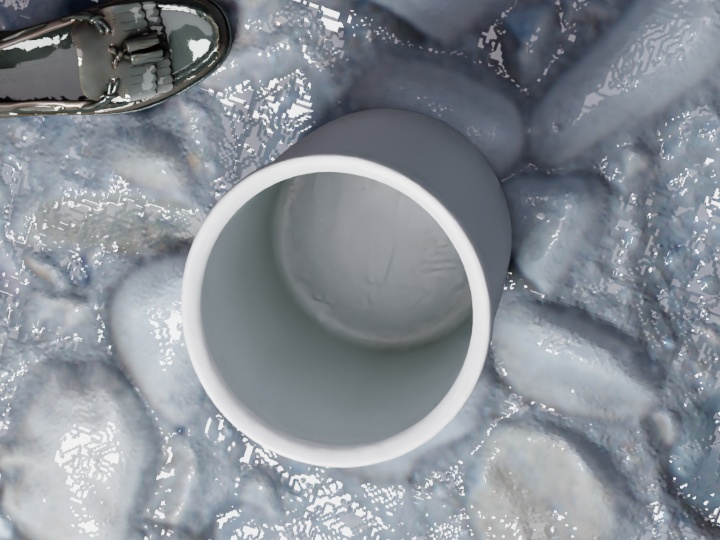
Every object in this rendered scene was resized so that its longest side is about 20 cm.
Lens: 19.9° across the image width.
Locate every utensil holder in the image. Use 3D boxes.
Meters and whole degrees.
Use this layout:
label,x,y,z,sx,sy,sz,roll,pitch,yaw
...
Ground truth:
label,x,y,z,sx,sy,sz,roll,pitch,yaw
utensil holder,0.000,0.000,1.174,0.169,0.200,0.171,2,104,8

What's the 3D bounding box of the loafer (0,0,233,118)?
label,x,y,z,sx,sy,sz,roll,pitch,yaw
loafer,-0.177,-0.122,1.244,0.199,0.063,0.072,-10,102,12
